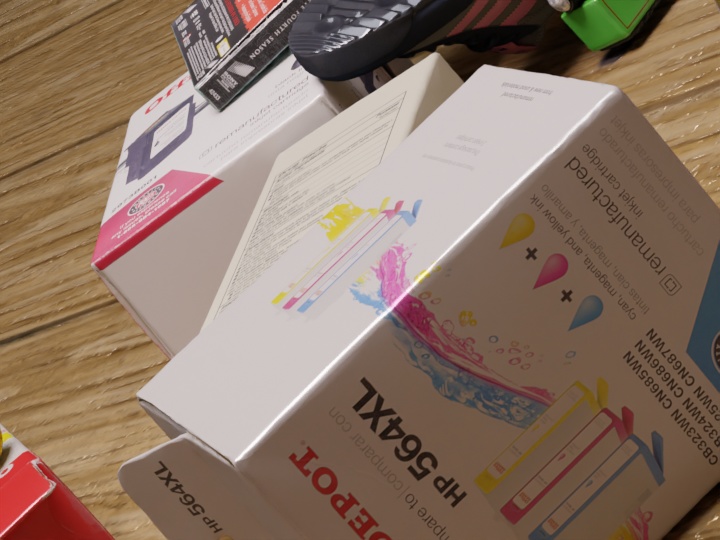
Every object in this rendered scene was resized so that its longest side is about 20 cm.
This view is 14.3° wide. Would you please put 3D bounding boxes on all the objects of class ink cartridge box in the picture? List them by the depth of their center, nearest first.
[{"bbox_3d":[0.031,0.047,0.965,0.200,0.129,0.125,-45,18,-9],"label":"ink cartridge box"},{"bbox_3d":[-0.177,0.134,1.286,0.116,0.067,0.200,-44,18,-8],"label":"ink cartridge box"},{"bbox_3d":[-0.048,-0.053,1.437,0.145,0.084,0.200,-35,18,15],"label":"ink cartridge box"}]

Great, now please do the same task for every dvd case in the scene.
[{"bbox_3d":[-0.014,-0.171,1.450,0.200,0.022,0.146,-44,18,6],"label":"dvd case"}]

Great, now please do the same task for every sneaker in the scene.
[{"bbox_3d":[0.053,-0.127,1.371,0.200,0.082,0.070,-34,34,-27],"label":"sneaker"}]

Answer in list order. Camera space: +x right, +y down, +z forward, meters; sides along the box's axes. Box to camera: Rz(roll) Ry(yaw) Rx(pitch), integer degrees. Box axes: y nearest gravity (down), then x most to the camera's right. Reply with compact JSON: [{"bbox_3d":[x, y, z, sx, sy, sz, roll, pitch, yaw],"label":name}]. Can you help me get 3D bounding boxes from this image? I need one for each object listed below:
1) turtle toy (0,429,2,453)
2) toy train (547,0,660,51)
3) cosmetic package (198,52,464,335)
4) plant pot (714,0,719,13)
[{"bbox_3d":[-0.240,0.085,1.251,0.146,0.101,0.200,-34,20,21],"label":"turtle toy"},{"bbox_3d":[0.153,-0.183,1.379,0.200,0.056,0.042,-52,15,-29],"label":"toy train"},{"bbox_3d":[0.000,0.000,1.232,0.105,0.071,0.200,-31,20,29],"label":"cosmetic package"},{"bbox_3d":[0.215,-0.236,1.183,0.176,0.200,0.200,-18,26,27],"label":"plant pot"}]
